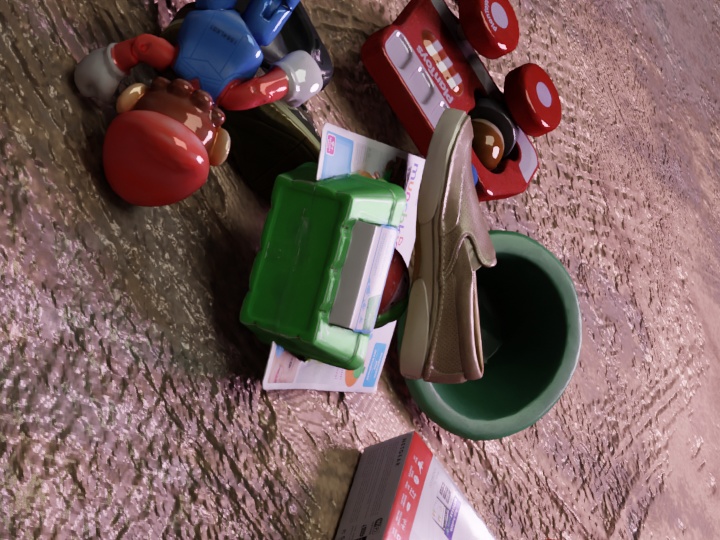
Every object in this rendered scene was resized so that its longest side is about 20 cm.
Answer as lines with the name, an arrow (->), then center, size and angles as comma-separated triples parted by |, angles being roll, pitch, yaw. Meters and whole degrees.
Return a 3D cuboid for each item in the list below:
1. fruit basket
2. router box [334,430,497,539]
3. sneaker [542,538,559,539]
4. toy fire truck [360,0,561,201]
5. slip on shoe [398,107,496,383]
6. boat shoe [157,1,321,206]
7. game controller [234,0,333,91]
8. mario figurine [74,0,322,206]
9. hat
fruit basket -> 0.000, 0.000, 1.241 | 0.200, 0.094, 0.186 | 14, 92, -60
router box -> 0.047, 0.247, 1.245 | 0.180, 0.049, 0.200 | 53, 31, -25
sneaker -> 0.179, 0.267, 1.433 | 0.200, 0.070, 0.094 | 9, 69, -55
toy fire truck -> 0.083, -0.144, 1.518 | 0.200, 0.112, 0.168 | 58, 36, -17
slip on shoe -> 0.071, -0.016, 1.264 | 0.076, 0.060, 0.201 | -12, 110, -80
boat shoe -> -0.069, -0.116, 1.274 | 0.201, 0.072, 0.066 | 48, 39, -25
game controller -> -0.084, -0.200, 1.271 | 0.104, 0.042, 0.200 | 16, 29, -29
mario figurine -> -0.106, -0.133, 1.155 | 0.200, 0.123, 0.106 | -59, 147, -5
hat -> 0.079, 0.045, 1.474 | 0.200, 0.176, 0.166 | -33, 104, -23
